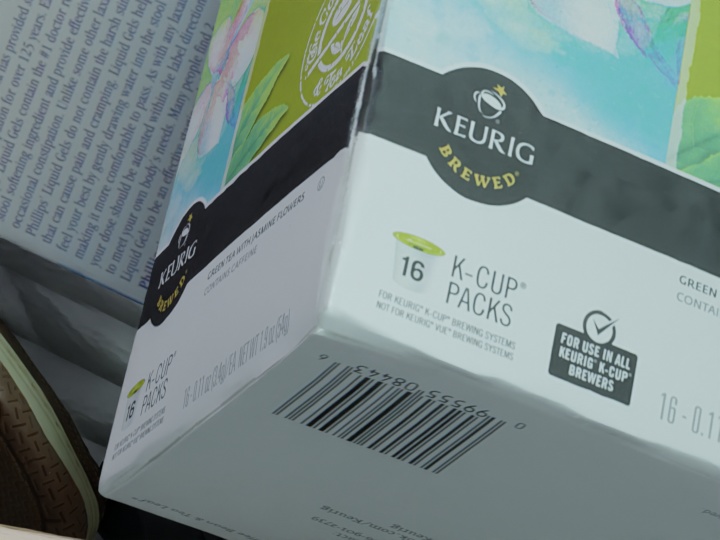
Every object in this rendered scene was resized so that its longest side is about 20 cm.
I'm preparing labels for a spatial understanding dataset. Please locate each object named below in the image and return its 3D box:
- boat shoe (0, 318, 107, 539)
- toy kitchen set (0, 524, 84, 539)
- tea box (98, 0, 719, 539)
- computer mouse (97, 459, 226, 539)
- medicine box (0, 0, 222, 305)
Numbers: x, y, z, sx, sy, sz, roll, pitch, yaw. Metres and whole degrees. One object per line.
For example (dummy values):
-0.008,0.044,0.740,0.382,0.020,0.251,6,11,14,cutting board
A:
-0.144,0.006,0.813,0.202,0.075,0.075,47,31,6,boat shoe
-0.107,0.083,0.628,0.199,0.181,0.164,10,40,2,toy kitchen set
0.066,-0.016,0.672,0.199,0.134,0.198,21,61,-19,tea box
-0.018,0.108,0.794,0.200,0.034,0.059,40,8,39,computer mouse
-0.109,-0.092,0.833,0.199,0.103,0.182,25,16,4,medicine box
